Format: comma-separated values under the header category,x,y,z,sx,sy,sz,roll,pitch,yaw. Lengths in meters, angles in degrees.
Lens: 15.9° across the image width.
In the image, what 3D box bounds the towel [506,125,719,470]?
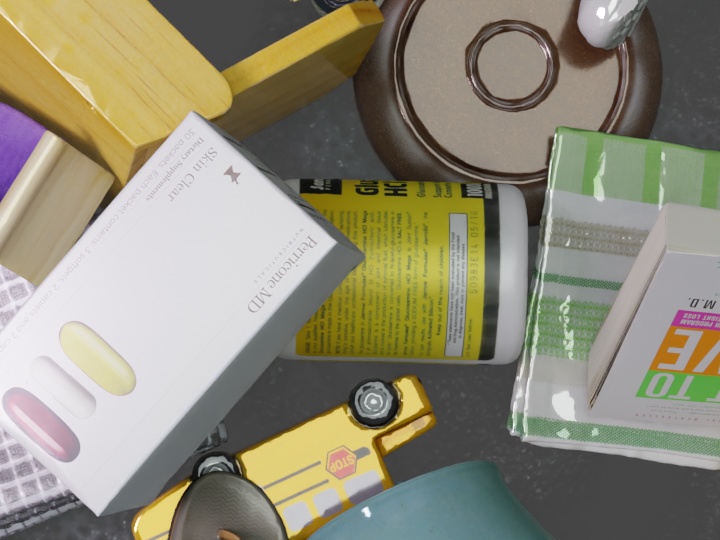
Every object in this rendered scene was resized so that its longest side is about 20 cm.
category,x,y,z,sx,sy,sz,roll,pitch,yaw
towel,0.175,0.018,1.615,0.149,0.031,0.201,9,88,-13

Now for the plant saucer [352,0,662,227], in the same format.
category,x,y,z,sx,sy,sz,roll,pitch,yaw
plant saucer,0.095,-0.128,1.634,0.200,0.032,0.201,0,85,-2

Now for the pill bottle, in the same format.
category,x,y,z,sx,sy,sz,roll,pitch,yaw
pill bottle,0.000,0.000,1.581,0.199,0.112,0.113,1,86,-2

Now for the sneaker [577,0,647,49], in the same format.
category,x,y,z,sx,sy,sz,roll,pitch,yaw
sneaker,0.167,-0.229,1.612,0.080,0.076,0.200,25,65,-2

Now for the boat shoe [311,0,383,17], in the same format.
category,x,y,z,sx,sy,sz,roll,pitch,yaw
boat shoe,0.000,-0.257,1.620,0.075,0.062,0.201,12,83,3

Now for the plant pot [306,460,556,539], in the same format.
category,x,y,z,sx,sy,sz,roll,pitch,yaw
plant pot,0.058,0.224,1.535,0.200,0.200,0.188,-24,74,-3

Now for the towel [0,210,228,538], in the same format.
category,x,y,z,sx,sy,sz,roll,pitch,yaw
towel,-0.200,0.067,1.577,0.200,0.086,0.166,-22,86,3

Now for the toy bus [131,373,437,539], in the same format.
category,x,y,z,sx,sy,sz,roll,pitch,yaw
toy bus,-0.044,0.133,1.594,0.200,0.065,0.078,-25,87,-3

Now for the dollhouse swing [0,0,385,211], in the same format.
category,x,y,z,sx,sy,sz,roll,pitch,yaw
dollhouse swing,-0.115,-0.142,1.548,0.182,0.200,0.176,45,77,2

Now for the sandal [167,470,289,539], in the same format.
category,x,y,z,sx,sy,sz,roll,pitch,yaw
sandal,-0.077,0.207,1.498,0.082,0.055,0.200,20,55,-16

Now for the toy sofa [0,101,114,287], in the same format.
category,x,y,z,sx,sy,sz,roll,pitch,yaw
toy sofa,-0.250,-0.076,1.539,0.200,0.098,0.083,31,86,41

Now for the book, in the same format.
category,x,y,z,sx,sy,sz,roll,pitch,yaw
book,0.218,0.029,1.500,0.133,0.200,0.048,7,61,-5

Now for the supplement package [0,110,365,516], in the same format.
category,x,y,z,sx,sy,sz,roll,pitch,yaw
supplement package,-0.108,0.027,1.452,0.111,0.156,0.200,41,92,6
